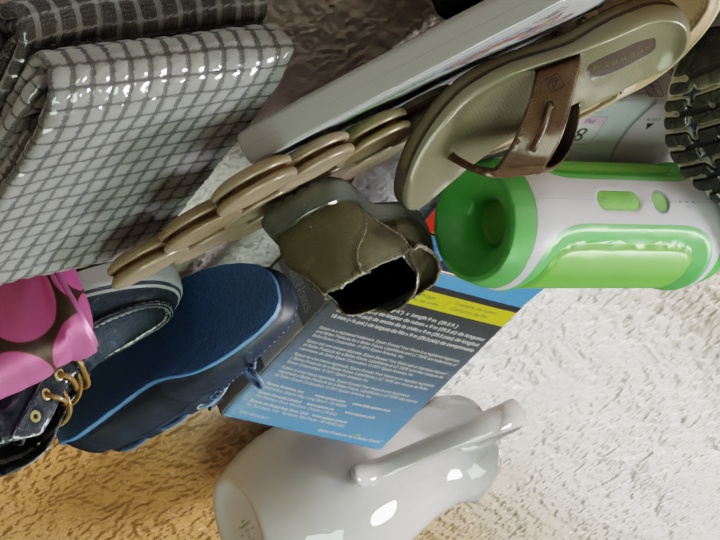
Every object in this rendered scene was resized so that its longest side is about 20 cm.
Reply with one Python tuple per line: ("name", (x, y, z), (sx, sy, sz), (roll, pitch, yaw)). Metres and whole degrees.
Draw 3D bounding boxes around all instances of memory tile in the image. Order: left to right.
("memory tile", (-0.043, -0.049, 1.655), (0.200, 0.017, 0.153), (-24, 174, -47))

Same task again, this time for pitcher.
("pitcher", (0.009, 0.144, 2.029), (0.200, 0.122, 0.172), (-18, 167, -26))

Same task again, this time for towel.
("towel", (-0.150, -0.081, 1.591), (0.165, 0.086, 0.200), (-13, 154, -38))

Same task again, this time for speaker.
("speaker", (0.143, -0.029, 1.818), (0.200, 0.089, 0.088), (0, 141, -41))

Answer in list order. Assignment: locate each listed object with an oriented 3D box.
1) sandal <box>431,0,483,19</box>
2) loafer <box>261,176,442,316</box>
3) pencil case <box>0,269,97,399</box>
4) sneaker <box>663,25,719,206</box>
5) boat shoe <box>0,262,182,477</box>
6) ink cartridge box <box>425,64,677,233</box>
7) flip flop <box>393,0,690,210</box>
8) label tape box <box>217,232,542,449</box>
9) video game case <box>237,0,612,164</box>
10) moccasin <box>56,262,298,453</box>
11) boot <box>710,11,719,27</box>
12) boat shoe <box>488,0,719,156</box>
("sandal", (0.112, -0.191, 1.671), (0.200, 0.045, 0.075), (-24, 176, -34))
("loafer", (0.000, 0.000, 1.712), (0.075, 0.070, 0.200), (-30, 163, 15))
("pencil case", (-0.257, 0.045, 1.708), (0.200, 0.094, 0.091), (-27, -165, -1))
("sneaker", (0.248, -0.081, 1.817), (0.078, 0.089, 0.200), (-3, 136, 26))
("boat shoe", (-0.192, 0.067, 1.784), (0.200, 0.091, 0.071), (-21, 150, -10))
("ink cartridge box", (0.141, -0.060, 1.896), (0.162, 0.057, 0.200), (-2, 138, -37))
("flip flop", (0.108, -0.090, 1.662), (0.200, 0.058, 0.081), (-26, 153, -12))
("label tape box", (0.012, 0.026, 1.897), (0.144, 0.063, 0.200), (15, 131, -40))
("video game case", (0.043, -0.118, 1.638), (0.200, 0.024, 0.182), (-27, 179, 16))
("moccasin", (-0.113, 0.055, 1.857), (0.200, 0.081, 0.068), (-28, 146, 31))
("boot", (0.256, -0.174, 1.755), (0.075, 0.097, 0.200), (7, 136, -46))
("boat shoe", (0.131, -0.123, 1.737), (0.200, 0.071, 0.065), (-34, -174, 19))
